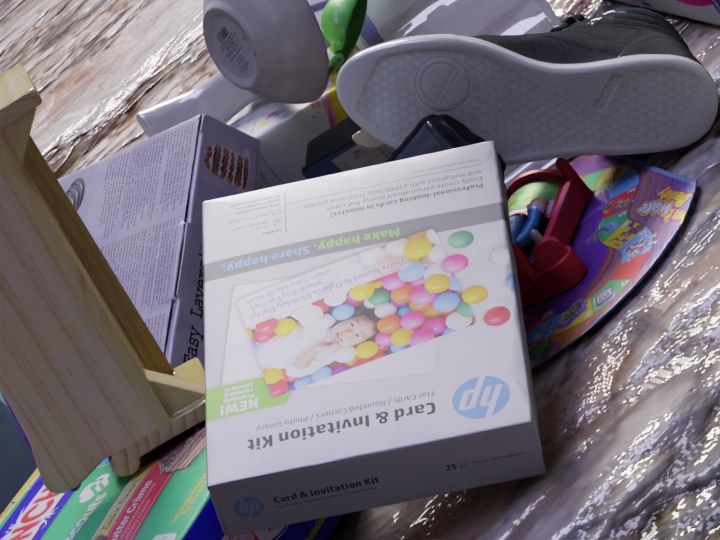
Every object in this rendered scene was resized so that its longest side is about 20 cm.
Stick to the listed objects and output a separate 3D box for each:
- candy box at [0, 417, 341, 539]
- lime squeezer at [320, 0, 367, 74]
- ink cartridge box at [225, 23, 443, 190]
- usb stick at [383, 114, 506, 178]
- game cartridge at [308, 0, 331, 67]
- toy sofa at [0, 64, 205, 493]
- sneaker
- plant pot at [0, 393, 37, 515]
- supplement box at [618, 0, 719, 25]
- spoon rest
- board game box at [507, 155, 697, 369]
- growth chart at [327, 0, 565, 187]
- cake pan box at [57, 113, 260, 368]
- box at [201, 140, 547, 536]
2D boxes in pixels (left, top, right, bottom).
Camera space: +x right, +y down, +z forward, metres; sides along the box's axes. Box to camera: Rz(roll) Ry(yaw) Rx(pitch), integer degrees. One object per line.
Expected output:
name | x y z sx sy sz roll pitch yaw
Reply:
candy box | -0.119 0.153 1.361 0.200 0.077 0.169 -20 26 43
lime squeezer | 0.017 -0.120 1.520 0.071 0.200 0.038 -9 -13 -9
ink cartridge box | 0.006 -0.104 1.659 0.200 0.088 0.145 -28 23 25
usb stick | 0.000 0.000 1.436 0.200 0.055 0.033 -49 11 23
game cartridge | 0.009 -0.190 1.668 0.130 0.038 0.200 -7 35 49
toy sofa | -0.160 0.006 1.356 0.098 0.200 0.083 -31 17 -2
sneaker | 0.090 -0.101 1.456 0.200 0.071 0.099 1 19 4
plant pot | -0.274 0.139 1.520 0.200 0.141 0.141 -51 22 -3
supplement box | 0.182 -0.217 1.566 0.103 0.101 0.200 -43 20 -5
spoon rest | -0.070 -0.124 1.581 0.061 0.099 0.200 -31 -4 -30
board game box | 0.083 -0.016 1.408 0.158 0.039 0.200 -43 21 -7
growth chart | 0.050 -0.125 1.534 0.145 0.200 0.018 -29 -15 10
cake pan box | -0.142 0.025 1.588 0.184 0.052 0.200 -23 53 47
box | 0.002 0.029 1.311 0.156 0.041 0.200 -11 43 7
